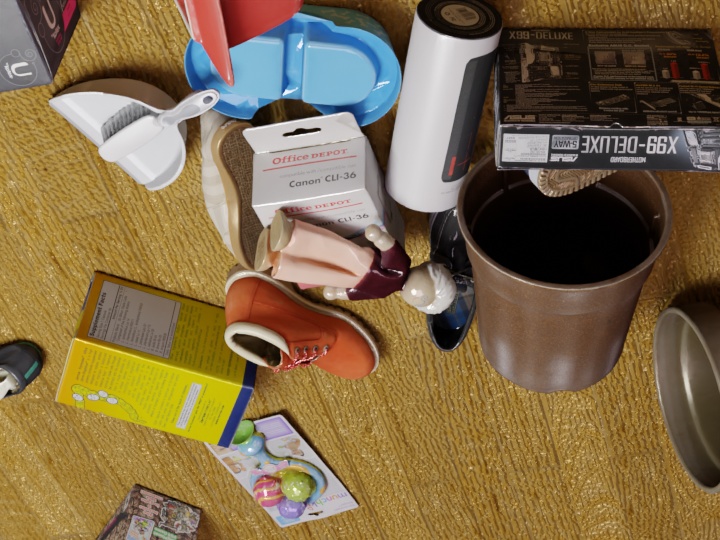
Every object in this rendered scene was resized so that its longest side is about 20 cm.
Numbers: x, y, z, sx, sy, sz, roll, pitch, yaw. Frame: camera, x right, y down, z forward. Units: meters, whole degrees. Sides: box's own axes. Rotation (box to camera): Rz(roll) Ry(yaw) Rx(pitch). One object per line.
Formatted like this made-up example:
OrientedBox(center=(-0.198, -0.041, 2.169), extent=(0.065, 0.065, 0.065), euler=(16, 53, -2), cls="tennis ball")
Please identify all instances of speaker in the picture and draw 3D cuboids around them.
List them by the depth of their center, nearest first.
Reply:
OrientedBox(center=(0.074, -0.153, 1.278), extent=(0.081, 0.081, 0.200), euler=(8, 131, -3), cls="speaker")

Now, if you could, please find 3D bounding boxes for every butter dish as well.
OrientedBox(center=(-0.093, -0.289, 1.127), extent=(0.148, 0.200, 0.200), euler=(-18, 133, -10), cls="butter dish")

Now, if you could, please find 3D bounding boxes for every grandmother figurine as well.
OrientedBox(center=(0.000, 0.000, 1.330), extent=(0.200, 0.061, 0.121), euler=(15, 154, -20), cls="grandmother figurine")

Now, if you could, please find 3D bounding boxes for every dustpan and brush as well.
OrientedBox(center=(-0.198, -0.142, 1.305), extent=(0.200, 0.057, 0.140), euler=(-25, 125, 35), cls="dustpan and brush")

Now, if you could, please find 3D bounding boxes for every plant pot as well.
OrientedBox(center=(0.195, 0.005, 1.345), extent=(0.200, 0.200, 0.198), euler=(0, 139, 5), cls="plant pot")
OrientedBox(center=(0.423, 0.118, 1.434), extent=(0.173, 0.200, 0.200), euler=(-12, 131, -6), cls="plant pot")

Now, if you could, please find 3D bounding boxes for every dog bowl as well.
OrientedBox(center=(-0.061, -0.196, 1.272), extent=(0.200, 0.050, 0.112), euler=(6, 132, 0), cls="dog bowl")

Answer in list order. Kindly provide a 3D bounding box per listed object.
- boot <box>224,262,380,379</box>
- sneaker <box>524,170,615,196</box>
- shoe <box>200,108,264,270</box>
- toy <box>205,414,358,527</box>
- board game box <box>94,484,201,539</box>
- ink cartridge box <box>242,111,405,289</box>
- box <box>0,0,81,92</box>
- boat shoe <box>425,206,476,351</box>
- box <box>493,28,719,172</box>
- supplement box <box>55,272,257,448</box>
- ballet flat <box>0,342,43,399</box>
OrientedBox(center=(-0.065, 0.082, 1.482), extent=(0.200, 0.107, 0.075), euler=(30, 126, -22), cls="boot")
OrientedBox(center=(0.227, -0.141, 1.293), extent=(0.200, 0.109, 0.070), euler=(-19, 132, -19), cls="sneaker")
OrientedBox(center=(-0.122, -0.083, 1.380), extent=(0.053, 0.070, 0.200), euler=(33, 148, 34), cls="shoe")
OrientedBox(center=(-0.100, 0.262, 1.681), extent=(0.115, 0.047, 0.200), euler=(-18, 127, 21), cls="toy")
OrientedBox(center=(-0.288, 0.404, 1.721), extent=(0.097, 0.200, 0.159), euler=(24, 128, -16), cls="board game box")
OrientedBox(center=(-0.034, -0.065, 1.339), extent=(0.116, 0.068, 0.200), euler=(-9, 146, 13), cls="ink cartridge box")
OrientedBox(center=(-0.370, -0.225, 1.223), extent=(0.200, 0.122, 0.106), euler=(-7, 130, 12), cls="box")
OrientedBox(center=(0.097, 0.004, 1.424), extent=(0.070, 0.066, 0.200), euler=(8, 132, -2), cls="boat shoe")
OrientedBox(center=(0.218, -0.154, 1.214), extent=(0.200, 0.158, 0.050), euler=(1, 131, 3), cls="box")
OrientedBox(center=(-0.219, 0.100, 1.507), extent=(0.200, 0.109, 0.110), euler=(17, 131, -10), cls="supplement box")
OrientedBox(center=(-0.459, 0.138, 1.589), extent=(0.200, 0.073, 0.073), euler=(-19, 127, 21), cls="ballet flat")
